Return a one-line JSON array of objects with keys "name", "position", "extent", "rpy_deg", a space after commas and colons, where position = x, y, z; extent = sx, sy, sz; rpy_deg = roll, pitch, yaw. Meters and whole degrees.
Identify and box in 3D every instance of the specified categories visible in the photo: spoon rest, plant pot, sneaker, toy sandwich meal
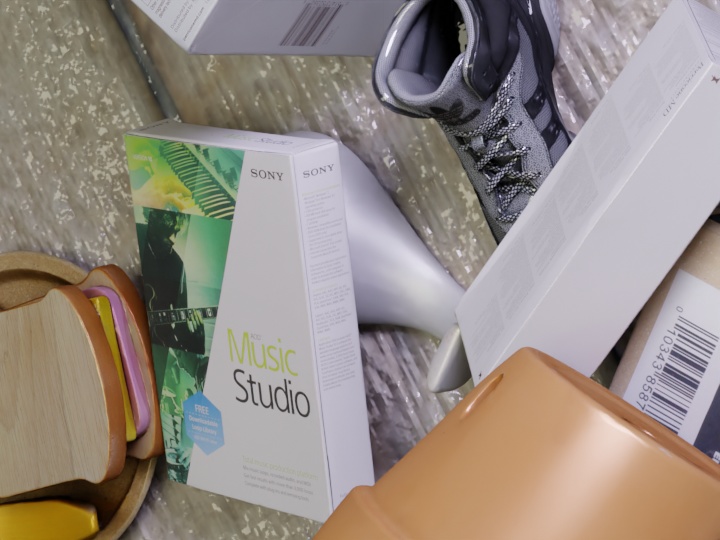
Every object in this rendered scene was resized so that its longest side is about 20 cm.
[{"name": "spoon rest", "position": [0.000, 0.000, 1.550], "extent": [0.200, 0.061, 0.099], "rpy_deg": [39, 111, 38]}, {"name": "plant pot", "position": [0.093, 0.128, 1.340], "extent": [0.200, 0.200, 0.140], "rpy_deg": [34, 94, 25]}, {"name": "sneaker", "position": [0.063, -0.066, 1.464], "extent": [0.075, 0.114, 0.200], "rpy_deg": [-19, 84, 31]}, {"name": "toy sandwich meal", "position": [-0.194, 0.081, 1.656], "extent": [0.205, 0.070, 0.205], "rpy_deg": [2, 94, 31]}]

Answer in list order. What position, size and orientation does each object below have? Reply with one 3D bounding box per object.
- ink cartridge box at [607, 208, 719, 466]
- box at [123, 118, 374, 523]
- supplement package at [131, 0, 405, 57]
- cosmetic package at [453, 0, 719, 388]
[{"name": "ink cartridge box", "position": [0.198, 0.092, 1.415], "extent": [0.165, 0.075, 0.200], "rpy_deg": [29, 107, 28]}, {"name": "box", "position": [-0.059, 0.025, 1.546], "extent": [0.144, 0.036, 0.200], "rpy_deg": [9, 109, 49]}, {"name": "supplement package", "position": [-0.065, -0.224, 1.488], "extent": [0.200, 0.191, 0.147], "rpy_deg": [44, 113, 22]}, {"name": "cosmetic package", "position": [0.122, -0.027, 1.400], "extent": [0.051, 0.083, 0.200], "rpy_deg": [27, 113, -18]}]
